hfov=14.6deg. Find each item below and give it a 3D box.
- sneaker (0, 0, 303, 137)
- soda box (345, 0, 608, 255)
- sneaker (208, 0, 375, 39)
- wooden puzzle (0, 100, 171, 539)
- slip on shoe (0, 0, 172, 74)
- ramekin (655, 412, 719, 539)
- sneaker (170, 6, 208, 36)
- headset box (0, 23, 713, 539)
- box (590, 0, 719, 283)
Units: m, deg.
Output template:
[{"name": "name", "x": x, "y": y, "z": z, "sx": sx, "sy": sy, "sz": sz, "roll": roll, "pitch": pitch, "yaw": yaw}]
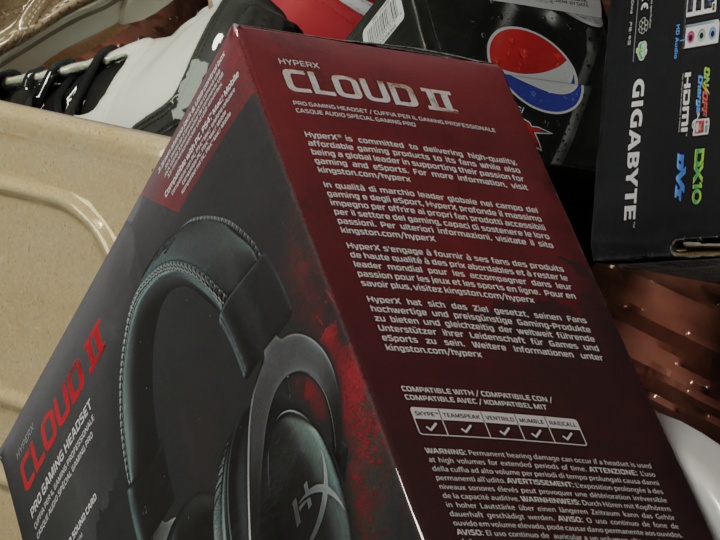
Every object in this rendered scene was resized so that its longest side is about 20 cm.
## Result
[{"name": "sneaker", "x": -0.091, "y": -0.032, "z": 0.846, "sx": 0.200, "sy": 0.080, "sz": 0.074, "roll": -36, "pitch": 15, "yaw": 45}, {"name": "soda box", "x": 0.000, "y": 0.000, "z": 0.807, "sx": 0.200, "sy": 0.070, "sz": 0.064, "roll": -48, "pitch": 46, "yaw": 45}, {"name": "sneaker", "x": -0.022, "y": -0.149, "z": 0.860, "sx": 0.201, "sy": 0.071, "sz": 0.113, "roll": 61, "pitch": 139, "yaw": 22}, {"name": "wooden puzzle", "x": -0.107, "y": 0.040, "z": 0.811, "sx": 0.199, "sy": 0.046, "sz": 0.186, "roll": 12, "pitch": 105, "yaw": 35}, {"name": "slip on shoe", "x": -0.112, "y": -0.109, "z": 0.933, "sx": 0.200, "sy": 0.061, "sz": 0.076, "roll": -38, "pitch": 41, "yaw": -4}, {"name": "ramekin", "x": 0.075, "y": 0.132, "z": 0.631, "sx": 0.202, "sy": 0.094, "sz": 0.203, "roll": -18, "pitch": 68, "yaw": 57}, {"name": "sneaker", "x": -0.118, "y": -0.024, "z": 0.957, "sx": 0.199, "sy": 0.129, "sz": 0.080, "roll": -43, "pitch": 49, "yaw": 48}, {"name": "headset box", "x": -0.007, "y": 0.056, "z": 0.617, "sx": 0.149, "sy": 0.077, "sz": 0.201, "roll": -57, "pitch": 41, "yaw": 37}, {"name": "box", "x": 0.131, "y": -0.099, "z": 0.627, "sx": 0.198, "sy": 0.049, "sz": 0.201, "roll": -4, "pitch": 80, "yaw": 59}]
